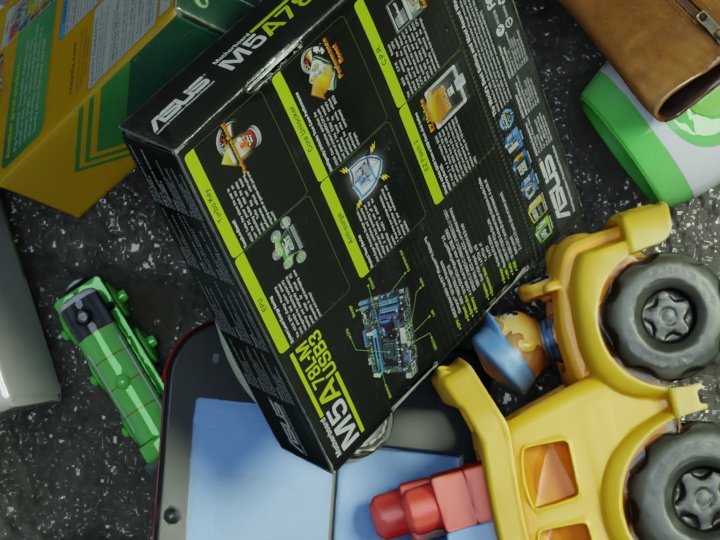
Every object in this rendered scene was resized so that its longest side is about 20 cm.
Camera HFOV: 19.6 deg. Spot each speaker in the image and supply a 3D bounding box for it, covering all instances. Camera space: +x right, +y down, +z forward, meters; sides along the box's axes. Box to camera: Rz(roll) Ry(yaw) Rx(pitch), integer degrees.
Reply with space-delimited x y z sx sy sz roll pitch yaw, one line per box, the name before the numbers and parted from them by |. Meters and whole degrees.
speaker | 0.210 -0.119 1.051 0.199 0.088 0.089 -37 86 2

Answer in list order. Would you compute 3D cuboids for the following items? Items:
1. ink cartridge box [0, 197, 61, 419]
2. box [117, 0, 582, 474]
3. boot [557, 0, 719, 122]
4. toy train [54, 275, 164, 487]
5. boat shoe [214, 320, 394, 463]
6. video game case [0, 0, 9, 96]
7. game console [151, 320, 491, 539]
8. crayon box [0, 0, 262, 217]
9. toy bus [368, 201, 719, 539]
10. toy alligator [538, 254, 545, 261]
ink cartridge box | -0.275 0.031 1.073 0.198 0.084 0.147 -19 86 10
box | 0.005 -0.043 0.941 0.193 0.201 0.047 -43 42 -21
boot | 0.148 -0.199 1.021 0.188 0.068 0.200 -45 56 2
toy train | -0.099 0.090 1.080 0.042 0.056 0.201 -33 87 3
boat shoe | -0.038 0.006 1.007 0.071 0.060 0.202 -32 101 -19
video game case | -0.190 -0.183 1.113 0.182 0.023 0.200 -45 86 2
game console | -0.020 0.131 1.046 0.175 0.031 0.202 7 78 -14
crayon box | -0.117 -0.114 1.006 0.051 0.200 0.127 22 52 -30
toy bus | 0.094 0.083 1.024 0.190 0.136 0.202 -13 86 2
toy alligator | 0.000 0.000 1.082 0.198 0.060 0.055 -18 43 9
